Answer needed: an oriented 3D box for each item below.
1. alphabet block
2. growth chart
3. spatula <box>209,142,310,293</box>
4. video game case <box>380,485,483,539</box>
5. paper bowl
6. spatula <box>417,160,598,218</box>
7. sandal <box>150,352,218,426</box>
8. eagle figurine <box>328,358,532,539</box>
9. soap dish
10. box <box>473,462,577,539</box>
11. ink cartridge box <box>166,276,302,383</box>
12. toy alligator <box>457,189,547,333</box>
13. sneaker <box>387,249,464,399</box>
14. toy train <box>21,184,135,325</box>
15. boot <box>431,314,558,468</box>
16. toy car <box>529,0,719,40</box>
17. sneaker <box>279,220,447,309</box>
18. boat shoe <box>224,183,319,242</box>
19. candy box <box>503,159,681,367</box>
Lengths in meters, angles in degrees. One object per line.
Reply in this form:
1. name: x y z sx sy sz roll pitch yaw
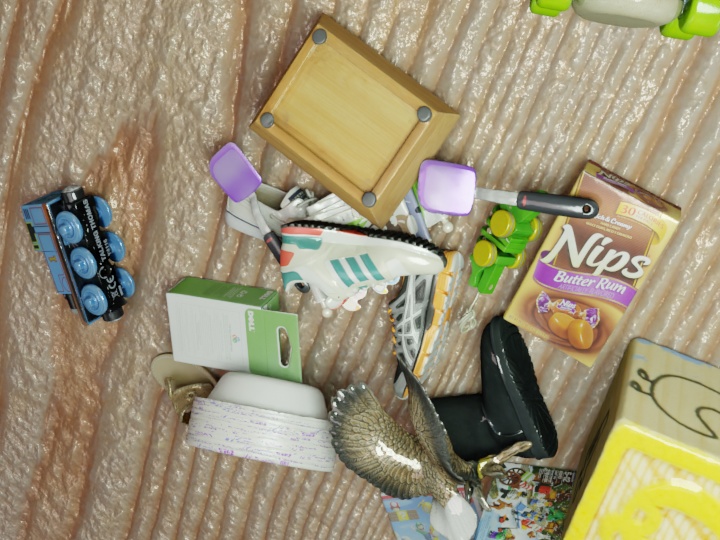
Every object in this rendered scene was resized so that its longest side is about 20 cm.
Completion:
1. alphabet block: 0.344 0.225 0.943 0.193 0.200 0.199 19 117 13
2. growth chart: 0.010 -0.046 1.024 0.198 0.018 0.146 -32 85 7
3. spatula: -0.118 -0.059 1.050 0.056 0.020 0.202 -33 86 29
4. video game case: 0.122 0.387 1.205 0.141 0.017 0.203 -13 105 27
5. paper bowl: -0.123 0.195 1.136 0.197 0.201 0.106 8 80 19
6. spatula: 0.157 -0.079 0.936 0.197 0.020 0.058 11 100 23
7. sandal: -0.229 0.196 1.241 0.210 0.070 0.078 32 119 7
8. eagle figurine: 0.072 0.203 1.007 0.199 0.151 0.153 32 93 -30
9. soap dish: -0.012 -0.169 0.972 0.199 0.081 0.158 37 99 4
10. box: 0.212 0.312 1.032 0.134 0.200 0.038 1 116 21
11. ink cartridge box: -0.161 0.079 1.171 0.197 0.059 0.106 8 114 19
12. toy alligator: 0.152 -0.020 1.009 0.054 0.059 0.202 55 129 41
13. sneaker: 0.068 0.062 1.066 0.076 0.078 0.203 19 107 16
14. toy train: -0.393 -0.021 1.216 0.113 0.087 0.203 0 113 32
15. boot: 0.143 0.164 1.080 0.161 0.073 0.201 -15 103 33
16. toy car: 0.257 -0.329 0.793 0.161 0.158 0.204 11 103 4
17. sneaker: -0.001 0.000 0.988 0.196 0.070 0.095 9 99 10
18. boat shoe: -0.079 -0.068 1.076 0.198 0.071 0.071 22 121 20
19. candy box: 0.256 -0.006 0.969 0.116 0.056 0.202 29 117 11
